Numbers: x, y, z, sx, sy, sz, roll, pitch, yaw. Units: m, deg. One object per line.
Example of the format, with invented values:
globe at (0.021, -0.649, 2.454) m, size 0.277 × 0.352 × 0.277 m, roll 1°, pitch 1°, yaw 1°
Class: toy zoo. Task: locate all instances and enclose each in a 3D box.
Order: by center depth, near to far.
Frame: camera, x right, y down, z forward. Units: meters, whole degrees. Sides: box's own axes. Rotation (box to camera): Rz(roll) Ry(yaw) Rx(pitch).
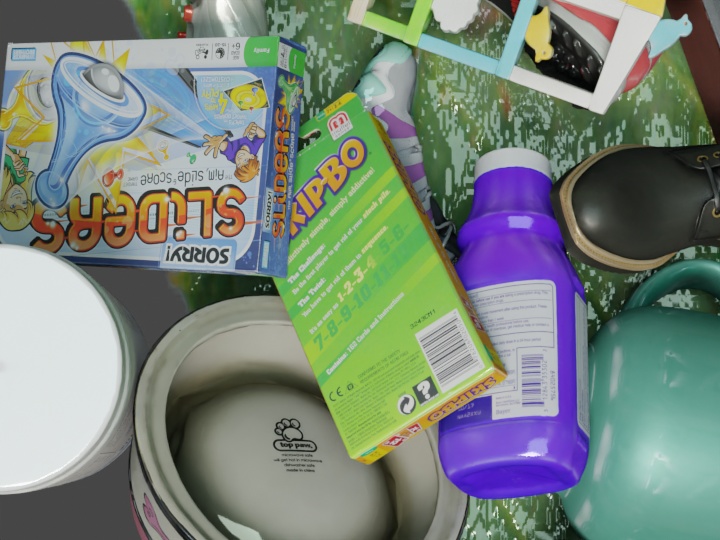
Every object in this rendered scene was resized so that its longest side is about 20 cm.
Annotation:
toy zoo at (0.105, -0.179, 1.000) m, size 0.199 × 0.020 × 0.132 m, roll 20°, pitch 98°, yaw 9°

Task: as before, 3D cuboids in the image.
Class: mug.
mug at (0.178, 0.091, 0.986) m, size 0.114 × 0.185 × 0.153 m, roll 10°, pitch 115°, yaw -1°

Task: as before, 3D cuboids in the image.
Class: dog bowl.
dog bowl at (-0.042, 0.115, 0.933) m, size 0.199 × 0.074 × 0.201 m, roll 15°, pitch 48°, yaw -17°

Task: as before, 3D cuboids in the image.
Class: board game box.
board game box at (0.000, 0.000, 0.939) m, size 0.095 × 0.030 × 0.201 m, roll -33°, pitch 63°, yaw 15°
board game box at (-0.130, -0.068, 0.984) m, size 0.199 × 0.034 × 0.136 m, roll 2°, pitch 85°, yaw 29°

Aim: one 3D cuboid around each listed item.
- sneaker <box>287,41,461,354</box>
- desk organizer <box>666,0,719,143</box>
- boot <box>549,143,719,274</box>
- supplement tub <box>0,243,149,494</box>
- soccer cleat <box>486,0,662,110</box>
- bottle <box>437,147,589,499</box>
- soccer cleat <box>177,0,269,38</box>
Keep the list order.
sneaker at (0.041, -0.030, 1.024) m, size 0.139 × 0.078 × 0.201 m, roll 17°, pitch 93°, yaw -2°
desk organizer at (0.232, -0.183, 1.043) m, size 0.071 × 0.077 × 0.201 m, roll -18°, pitch 85°, yaw -5°
boot at (0.219, -0.057, 0.955) m, size 0.199 × 0.138 × 0.078 m, roll -12°, pitch 82°, yaw -39°
supplement tub at (-0.188, 0.058, 0.935) m, size 0.131 × 0.200 × 0.133 m, roll 0°, pitch 83°, yaw -2°
soccer cleat at (0.112, -0.194, 1.053) m, size 0.073 × 0.068 × 0.200 m, roll -35°, pitch 82°, yaw -29°
bottle at (0.087, 0.027, 0.946) m, size 0.083 × 0.065 × 0.201 m, roll -11°, pitch 59°, yaw 23°
soccer cleat at (-0.078, -0.130, 1.033) m, size 0.077 × 0.069 × 0.201 m, roll 10°, pitch 88°, yaw -11°
